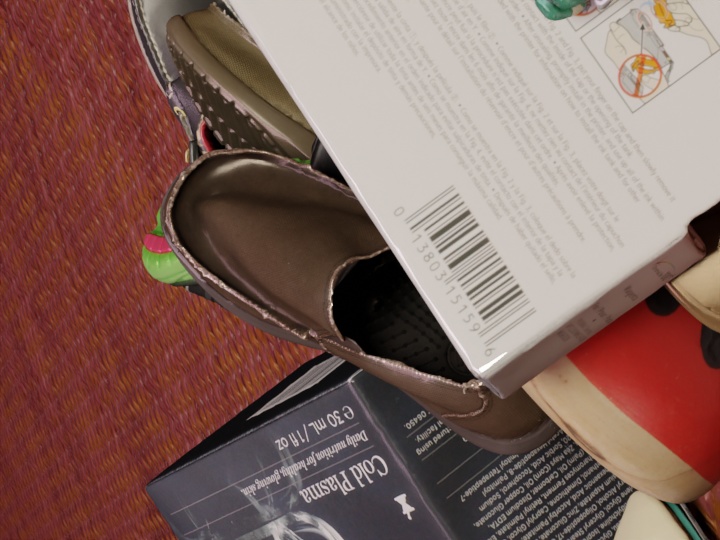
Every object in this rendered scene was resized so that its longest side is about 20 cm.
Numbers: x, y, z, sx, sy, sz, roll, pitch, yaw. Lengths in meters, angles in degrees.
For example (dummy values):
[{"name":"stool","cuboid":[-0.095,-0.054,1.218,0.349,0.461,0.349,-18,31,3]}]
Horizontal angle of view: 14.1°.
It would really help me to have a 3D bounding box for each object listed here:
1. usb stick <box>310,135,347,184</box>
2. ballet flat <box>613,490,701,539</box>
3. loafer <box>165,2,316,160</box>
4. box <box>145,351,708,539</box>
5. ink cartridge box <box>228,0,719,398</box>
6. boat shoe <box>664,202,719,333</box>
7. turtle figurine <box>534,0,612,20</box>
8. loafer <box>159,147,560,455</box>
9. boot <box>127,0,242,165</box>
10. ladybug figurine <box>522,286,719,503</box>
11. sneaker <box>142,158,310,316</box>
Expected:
[{"name":"usb stick","cuboid":[0.025,-0.096,1.181,0.055,0.033,0.200,28,139,6]},{"name":"ballet flat","cuboid":[0.126,0.167,1.098,0.070,0.069,0.200,86,161,-48]},{"name":"loafer","cuboid":[-0.013,-0.068,1.394,0.200,0.067,0.076,40,163,23]},{"name":"box","cuboid":[0.037,0.126,1.320,0.197,0.124,0.200,55,144,-3]},{"name":"ink cartridge box","cuboid":[0.064,-0.086,1.036,0.200,0.173,0.044,57,-174,20]},{"name":"boat shoe","cuboid":[0.115,-0.068,1.077,0.201,0.072,0.072,62,-166,14]},{"name":"turtle figurine","cuboid":[0.050,-0.161,0.988,0.101,0.199,0.150,-68,-35,-60]},{"name":"loafer","cuboid":[0.000,0.000,1.182,0.199,0.073,0.071,27,169,23]},{"name":"boot","cuboid":[-0.063,-0.080,1.521,0.201,0.073,0.151,64,-177,-2]},{"name":"ladybug figurine","cuboid":[0.096,0.009,1.124,0.200,0.072,0.136,44,-157,-33]},{"name":"sneaker","cuboid":[-0.025,-0.007,1.351,0.084,0.077,0.200,25,176,-31]}]
